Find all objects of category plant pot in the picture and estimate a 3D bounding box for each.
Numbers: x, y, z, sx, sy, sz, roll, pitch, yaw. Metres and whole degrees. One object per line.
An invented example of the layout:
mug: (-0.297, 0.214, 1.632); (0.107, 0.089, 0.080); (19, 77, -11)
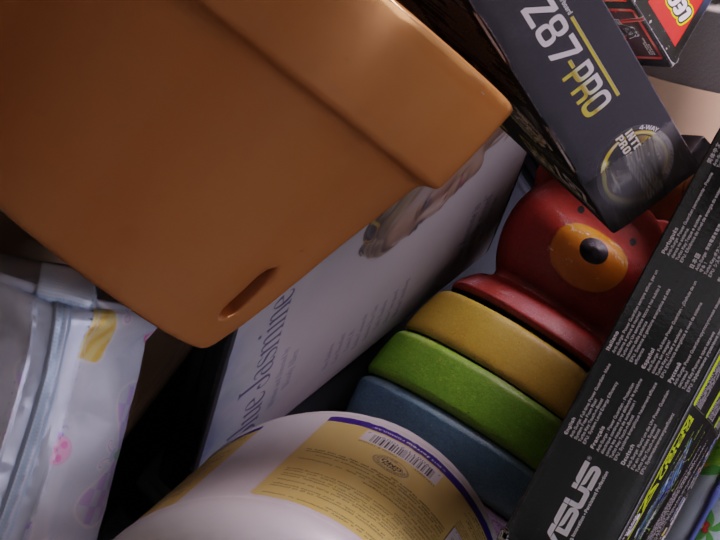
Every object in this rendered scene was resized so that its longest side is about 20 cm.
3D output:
plant pot: (-0.065, -0.067, 1.005); (0.140, 0.200, 0.200); (-52, 138, 3)

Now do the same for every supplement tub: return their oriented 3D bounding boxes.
supplement tub: (-0.031, 0.142, 1.055); (0.200, 0.145, 0.145); (-38, 137, -72)

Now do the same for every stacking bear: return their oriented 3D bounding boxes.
stacking bear: (0.062, 0.048, 1.214); (0.200, 0.121, 0.114); (-56, 174, -6)

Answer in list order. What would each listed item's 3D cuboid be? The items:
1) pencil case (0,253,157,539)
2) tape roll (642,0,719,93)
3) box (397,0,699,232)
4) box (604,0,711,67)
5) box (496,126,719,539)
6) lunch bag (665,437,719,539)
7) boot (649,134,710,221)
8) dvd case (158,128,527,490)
pencil case: (-0.137, 0.092, 1.049); (0.091, 0.083, 0.200); (-4, 111, -84)
tape roll: (0.204, -0.106, 1.255); (0.203, 0.203, 0.037); (-9, 111, -45)
box: (0.033, -0.121, 1.063); (0.049, 0.200, 0.161); (-36, 128, -4)
box: (0.093, -0.194, 1.069); (0.200, 0.040, 0.137); (53, 58, -37)
box: (0.128, 0.032, 1.099); (0.200, 0.048, 0.193); (-62, 166, -1)
lunch bag: (0.208, 0.087, 1.374); (0.161, 0.082, 0.200); (6, 119, -39)
boot: (0.136, 0.026, 1.254); (0.068, 0.188, 0.200); (41, 72, -27)
dvd case: (0.000, 0.000, 1.160); (0.200, 0.018, 0.143); (-38, 162, -31)
